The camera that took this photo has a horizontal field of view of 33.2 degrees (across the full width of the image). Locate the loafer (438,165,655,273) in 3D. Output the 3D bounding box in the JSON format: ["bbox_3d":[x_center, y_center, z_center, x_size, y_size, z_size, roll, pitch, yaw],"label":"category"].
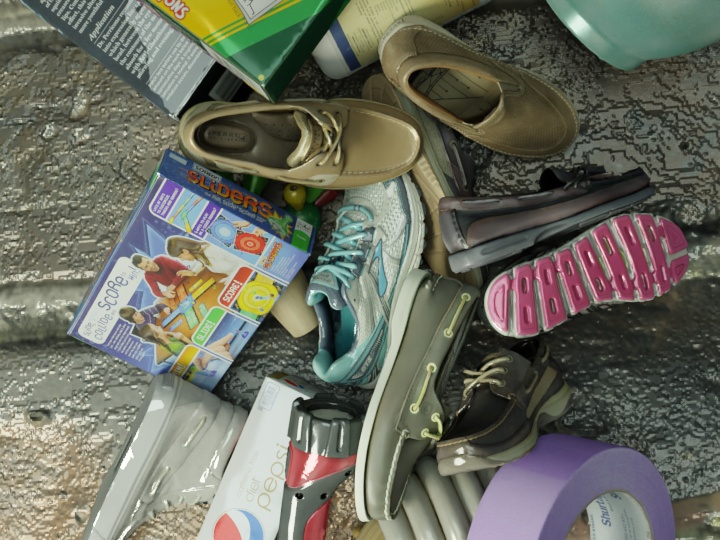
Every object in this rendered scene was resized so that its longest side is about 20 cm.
[{"bbox_3d":[0.152,-0.058,0.980,0.198,0.072,0.064,-21,88,-22],"label":"loafer"}]

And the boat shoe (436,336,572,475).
[{"bbox_3d":[0.104,0.102,0.947,0.074,0.199,0.074,-18,93,28],"label":"boat shoe"}]

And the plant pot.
[{"bbox_3d":[0.223,-0.248,0.959,0.201,0.200,0.134,49,120,5],"label":"plant pot"}]

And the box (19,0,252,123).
[{"bbox_3d":[-0.184,-0.216,1.009,0.199,0.148,0.108,38,92,6],"label":"box"}]

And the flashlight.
[{"bbox_3d":[-0.034,0.204,0.973,0.067,0.067,0.204,16,106,38],"label":"flashlight"}]

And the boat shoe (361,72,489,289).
[{"bbox_3d":[0.068,-0.078,1.021,0.064,0.072,0.202,-25,90,-29],"label":"boat shoe"}]

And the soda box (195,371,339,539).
[{"bbox_3d":[-0.087,0.191,1.030,0.063,0.068,0.202,24,92,6],"label":"soda box"}]

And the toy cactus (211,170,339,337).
[{"bbox_3d":[-0.091,-0.020,1.036,0.198,0.102,0.166,-32,105,2],"label":"toy cactus"}]

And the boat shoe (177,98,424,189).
[{"bbox_3d":[-0.041,-0.097,0.936,0.196,0.064,0.073,-2,98,-13],"label":"boat shoe"}]

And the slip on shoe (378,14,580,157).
[{"bbox_3d":[0.102,-0.137,0.975,0.198,0.061,0.076,27,117,-31],"label":"slip on shoe"}]

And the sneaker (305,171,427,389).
[{"bbox_3d":[0.000,0.000,0.995,0.077,0.085,0.204,5,96,47],"label":"sneaker"}]

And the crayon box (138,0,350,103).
[{"bbox_3d":[-0.093,-0.256,0.898,0.199,0.058,0.173,37,89,7],"label":"crayon box"}]

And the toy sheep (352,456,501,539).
[{"bbox_3d":[0.080,0.213,0.986,0.197,0.138,0.140,-22,87,-9],"label":"toy sheep"}]

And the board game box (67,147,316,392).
[{"bbox_3d":[-0.141,0.010,0.981,0.134,0.035,0.200,27,128,-15],"label":"board game box"}]

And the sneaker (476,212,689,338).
[{"bbox_3d":[0.178,0.006,1.006,0.197,0.087,0.075,-20,91,-18],"label":"sneaker"}]

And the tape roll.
[{"bbox_3d":[0.166,0.233,0.940,0.065,0.198,0.204,7,89,47],"label":"tape roll"}]

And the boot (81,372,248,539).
[{"bbox_3d":[-0.170,0.190,1.038,0.094,0.074,0.202,24,108,-15],"label":"boot"}]

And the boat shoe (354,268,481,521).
[{"bbox_3d":[0.044,0.100,0.946,0.059,0.072,0.205,11,75,16],"label":"boat shoe"}]

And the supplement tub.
[{"bbox_3d":[0.030,-0.262,0.989,0.198,0.144,0.146,-26,86,4],"label":"supplement tub"}]
